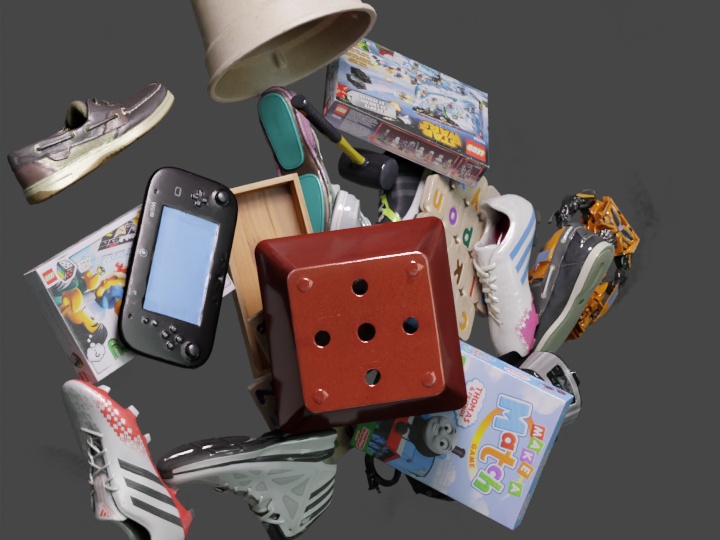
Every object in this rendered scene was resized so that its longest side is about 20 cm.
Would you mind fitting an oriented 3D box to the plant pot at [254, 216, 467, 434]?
[{"bbox_3d":[0.003,0.055,1.535,0.198,0.176,0.202,-8,90,-2],"label":"plant pot"}]

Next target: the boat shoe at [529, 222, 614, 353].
[{"bbox_3d":[0.232,0.038,1.897,0.067,0.201,0.072,35,23,23],"label":"boat shoe"}]

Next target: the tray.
[{"bbox_3d":[-0.091,0.006,1.691,0.098,0.037,0.202,-14,87,-14],"label":"tray"}]

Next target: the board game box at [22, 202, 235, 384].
[{"bbox_3d":[-0.232,0.012,1.601,0.200,0.034,0.127,-36,103,-38],"label":"board game box"}]

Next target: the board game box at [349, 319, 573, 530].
[{"bbox_3d":[0.104,0.158,1.650,0.037,0.199,0.152,-16,129,-68],"label":"board game box"}]

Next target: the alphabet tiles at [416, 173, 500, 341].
[{"bbox_3d":[0.117,-0.027,1.851,0.200,0.014,0.197,42,56,-50],"label":"alphabet tiles"}]

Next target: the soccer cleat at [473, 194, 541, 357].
[{"bbox_3d":[0.164,0.010,1.864,0.086,0.070,0.202,5,86,-39],"label":"soccer cleat"}]

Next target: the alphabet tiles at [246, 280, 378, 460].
[{"bbox_3d":[-0.038,0.105,1.673,0.166,0.008,0.201,-33,117,-13],"label":"alphabet tiles"}]

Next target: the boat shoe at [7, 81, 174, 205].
[{"bbox_3d":[-0.269,-0.143,1.584,0.200,0.073,0.065,-44,112,-36],"label":"boat shoe"}]

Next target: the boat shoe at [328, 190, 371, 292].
[{"bbox_3d":[0.000,0.002,1.705,0.075,0.064,0.203,-81,168,-55],"label":"boat shoe"}]

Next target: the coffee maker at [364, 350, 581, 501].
[{"bbox_3d":[0.130,0.170,1.780,0.200,0.191,0.136,-19,107,-59],"label":"coffee maker"}]

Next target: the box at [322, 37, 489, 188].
[{"bbox_3d":[0.054,-0.187,1.811,0.199,0.040,0.138,22,41,-16],"label":"box"}]

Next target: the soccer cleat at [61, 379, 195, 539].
[{"bbox_3d":[-0.238,0.199,1.531,0.085,0.068,0.201,-44,111,-41],"label":"soccer cleat"}]

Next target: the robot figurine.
[{"bbox_3d":[0.288,-0.012,2.000,0.145,0.058,0.200,51,54,-18],"label":"robot figurine"}]

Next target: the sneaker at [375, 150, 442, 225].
[{"bbox_3d":[0.039,-0.095,1.835,0.082,0.072,0.201,29,59,-2],"label":"sneaker"}]

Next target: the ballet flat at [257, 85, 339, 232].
[{"bbox_3d":[-0.061,-0.109,1.753,0.071,0.069,0.202,-14,88,-59],"label":"ballet flat"}]

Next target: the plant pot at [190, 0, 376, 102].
[{"bbox_3d":[-0.110,-0.310,1.691,0.199,0.200,0.185,-19,80,-39],"label":"plant pot"}]

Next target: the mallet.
[{"bbox_3d":[-0.016,-0.139,1.721,0.041,0.065,0.200,-66,156,-10],"label":"mallet"}]

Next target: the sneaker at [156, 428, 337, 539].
[{"bbox_3d":[-0.111,0.229,1.619,0.199,0.075,0.117,-5,95,-27],"label":"sneaker"}]

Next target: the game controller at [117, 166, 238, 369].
[{"bbox_3d":[-0.185,-0.003,1.592,0.104,0.042,0.202,22,67,-34],"label":"game controller"}]
